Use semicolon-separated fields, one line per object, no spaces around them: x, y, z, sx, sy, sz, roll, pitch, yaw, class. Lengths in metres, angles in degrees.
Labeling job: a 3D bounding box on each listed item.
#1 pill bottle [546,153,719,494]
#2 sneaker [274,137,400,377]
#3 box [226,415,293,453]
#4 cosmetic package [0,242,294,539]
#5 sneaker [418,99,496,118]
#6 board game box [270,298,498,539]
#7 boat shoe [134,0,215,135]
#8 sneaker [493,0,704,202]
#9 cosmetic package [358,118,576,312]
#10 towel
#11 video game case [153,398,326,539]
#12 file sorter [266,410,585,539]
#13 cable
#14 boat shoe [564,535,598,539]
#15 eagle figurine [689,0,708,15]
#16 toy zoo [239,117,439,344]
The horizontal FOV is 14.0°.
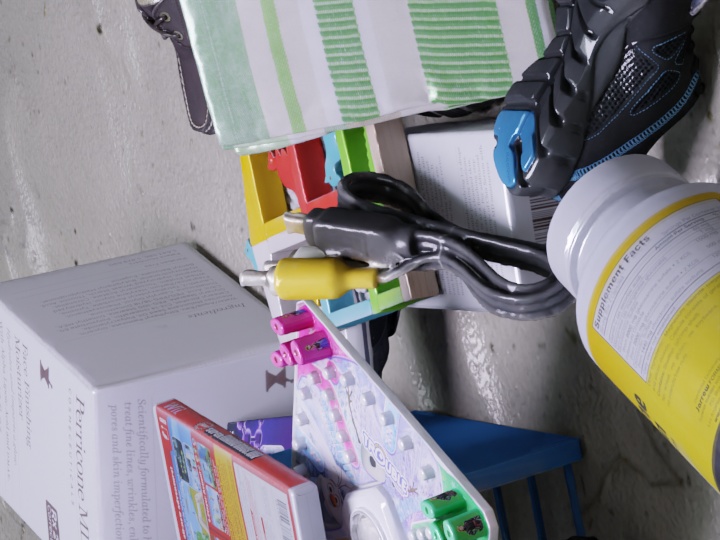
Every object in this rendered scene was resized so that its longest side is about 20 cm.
0.173;0.028;1.409;0.200;0.111;0.113;49;141;47;pill bottle
0.000;0.000;1.786;0.078;0.079;0.201;-10;88;61;sneaker
-0.032;0.197;1.887;0.141;0.078;0.201;166;108;-67;box
-0.148;0.102;2.036;0.200;0.164;0.166;35;132;55;cosmetic package
0.015;-0.140;1.712;0.199;0.080;0.084;9;78;52;sneaker
0.005;0.148;1.582;0.200;0.026;0.201;49;147;42;board game box
-0.122;-0.187;1.983;0.073;0.064;0.201;13;112;61;boat shoe
0.139;-0.123;1.478;0.201;0.082;0.073;-63;31;25;sneaker
0.065;-0.032;1.653;0.200;0.071;0.102;3;103;63;cosmetic package
0.002;-0.152;1.600;0.023;0.199;0.153;-70;-32;-72;towel
-0.062;0.164;1.684;0.200;0.017;0.144;24;127;61;video game case
0.031;0.165;1.730;0.200;0.138;0.123;6;108;63;file sorter
0.037;-0.006;1.567;0.199;0.097;0.051;13;126;30;cable
0.128;0.255;1.635;0.093;0.074;0.201;42;140;51;boat shoe
0.207;-0.157;1.289;0.200;0.150;0.152;66;-139;-58;eagle figurine
-0.022;-0.030;1.717;0.200;0.020;0.132;-20;81;61;toy zoo
